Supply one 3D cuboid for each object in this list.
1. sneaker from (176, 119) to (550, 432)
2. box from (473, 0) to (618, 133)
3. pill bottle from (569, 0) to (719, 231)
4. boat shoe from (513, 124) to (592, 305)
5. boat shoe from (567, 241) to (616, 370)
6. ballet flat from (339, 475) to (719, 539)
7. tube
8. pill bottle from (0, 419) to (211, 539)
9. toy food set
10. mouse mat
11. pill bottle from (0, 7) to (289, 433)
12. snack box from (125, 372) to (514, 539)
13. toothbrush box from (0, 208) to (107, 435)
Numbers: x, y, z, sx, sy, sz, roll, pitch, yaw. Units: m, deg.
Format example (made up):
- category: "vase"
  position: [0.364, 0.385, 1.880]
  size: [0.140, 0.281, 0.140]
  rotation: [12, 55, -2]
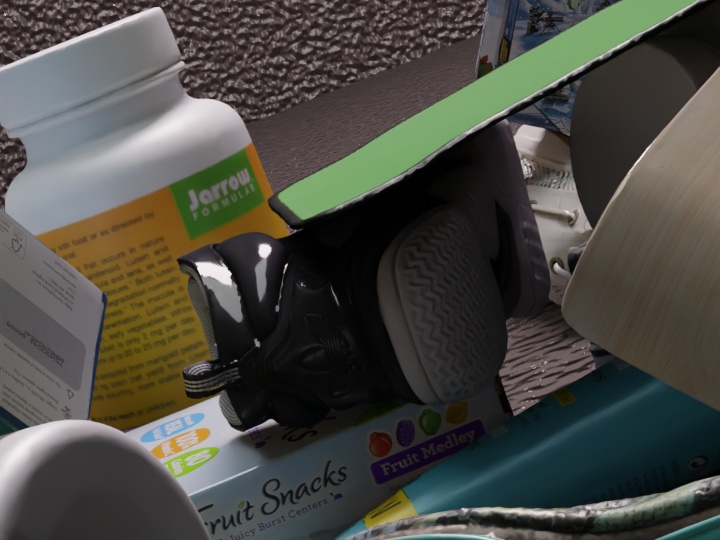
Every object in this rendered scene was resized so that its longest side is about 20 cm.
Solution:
- category: "sneaker"
  position: [0.000, 0.000, 0.771]
  size: [0.113, 0.076, 0.200]
  rotation: [-13, 13, 16]
- category: "box"
  position: [0.158, -0.121, 0.982]
  size: [0.199, 0.138, 0.040]
  rotation: [12, 13, 3]
- category: "pill bottle"
  position: [0.174, -0.052, 0.755]
  size: [0.199, 0.113, 0.112]
  rotation: [-9, 2, -31]
- category: "boat shoe"
  position: [0.111, -0.011, 0.973]
  size: [0.069, 0.071, 0.200]
  rotation: [-53, 23, -2]
- category: "boat shoe"
  position: [0.165, -0.019, 0.837]
  size: [0.200, 0.071, 0.072]
  rotation: [-26, 9, -32]
- category: "ballet flat"
  position: [0.063, 0.088, 0.525]
  size: [0.199, 0.075, 0.074]
  rotation: [-13, 12, 36]
- category: "tube"
  position: [0.053, 0.068, 0.694]
  size: [0.199, 0.051, 0.077]
  rotation: [-26, -11, -2]
- category: "pill bottle"
  position: [-0.146, 0.118, 0.629]
  size: [0.199, 0.115, 0.114]
  rotation: [-16, 11, 29]
- category: "toy food set"
  position: [0.160, -0.010, 0.595]
  size: [0.143, 0.061, 0.200]
  rotation: [29, 43, 16]
- category: "mouse mat"
  position: [0.060, -0.066, 0.708]
  size: [0.200, 0.008, 0.161]
  rotation: [-30, 7, -2]
- category: "pill bottle"
  position: [-0.087, -0.006, 0.938]
  size: [0.111, 0.201, 0.111]
  rotation: [-21, 9, 4]
- category: "snack box"
  position: [-0.048, 0.083, 0.797]
  size: [0.199, 0.053, 0.142]
  rotation: [-22, 11, -6]
- category: "toothbrush box"
  position: [-0.219, 0.032, 0.809]
  size: [0.199, 0.146, 0.086]
  rotation: [-16, 50, 28]
